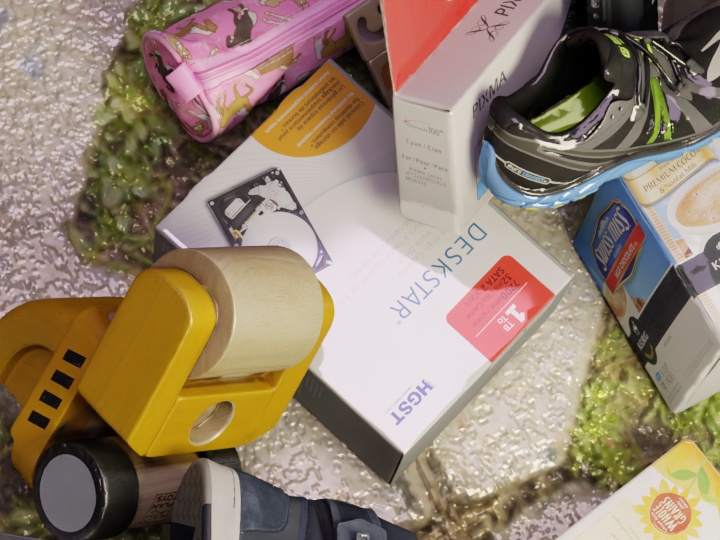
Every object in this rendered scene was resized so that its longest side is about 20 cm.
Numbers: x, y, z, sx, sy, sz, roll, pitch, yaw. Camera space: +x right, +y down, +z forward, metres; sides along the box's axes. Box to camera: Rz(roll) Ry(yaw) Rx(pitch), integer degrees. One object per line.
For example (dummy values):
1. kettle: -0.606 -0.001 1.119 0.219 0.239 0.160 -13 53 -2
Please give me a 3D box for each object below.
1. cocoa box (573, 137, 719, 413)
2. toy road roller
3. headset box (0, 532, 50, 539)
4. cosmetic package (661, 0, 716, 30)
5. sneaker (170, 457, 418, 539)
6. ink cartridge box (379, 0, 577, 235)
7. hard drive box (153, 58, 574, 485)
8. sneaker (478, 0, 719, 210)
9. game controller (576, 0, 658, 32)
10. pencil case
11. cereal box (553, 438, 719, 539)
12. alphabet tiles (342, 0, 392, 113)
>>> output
1. cocoa box: 0.251 -0.029 1.384 0.200 0.133 0.131 -26 74 -14
2. toy road roller: -0.126 0.048 1.291 0.146 0.200 0.123 45 26 27
3. headset box: -0.163 0.242 1.241 0.174 0.093 0.200 8 54 -3
4. cosmetic package: 0.254 -0.171 1.400 0.103 0.200 0.073 8 69 -3
5. sneaker: -0.029 0.203 1.205 0.146 0.077 0.203 18 52 -20
6. ink cartridge box: 0.081 -0.149 1.324 0.045 0.177 0.200 18 47 25
7. hard drive box: 0.000 0.000 1.377 0.200 0.077 0.156 41 72 8
8. sneaker: 0.154 -0.104 1.298 0.199 0.083 0.071 -27 50 -18
9. game controller: 0.155 -0.156 1.385 0.042 0.200 0.104 8 47 14
10. pencil case: -0.038 -0.154 1.419 0.200 0.087 0.083 -31 60 -17
11. cereal box: 0.158 0.212 1.338 0.200 0.040 0.144 -35 80 -16
12. alphabet tiles: 0.087 -0.168 1.426 0.200 0.006 0.167 -36 119 -17
